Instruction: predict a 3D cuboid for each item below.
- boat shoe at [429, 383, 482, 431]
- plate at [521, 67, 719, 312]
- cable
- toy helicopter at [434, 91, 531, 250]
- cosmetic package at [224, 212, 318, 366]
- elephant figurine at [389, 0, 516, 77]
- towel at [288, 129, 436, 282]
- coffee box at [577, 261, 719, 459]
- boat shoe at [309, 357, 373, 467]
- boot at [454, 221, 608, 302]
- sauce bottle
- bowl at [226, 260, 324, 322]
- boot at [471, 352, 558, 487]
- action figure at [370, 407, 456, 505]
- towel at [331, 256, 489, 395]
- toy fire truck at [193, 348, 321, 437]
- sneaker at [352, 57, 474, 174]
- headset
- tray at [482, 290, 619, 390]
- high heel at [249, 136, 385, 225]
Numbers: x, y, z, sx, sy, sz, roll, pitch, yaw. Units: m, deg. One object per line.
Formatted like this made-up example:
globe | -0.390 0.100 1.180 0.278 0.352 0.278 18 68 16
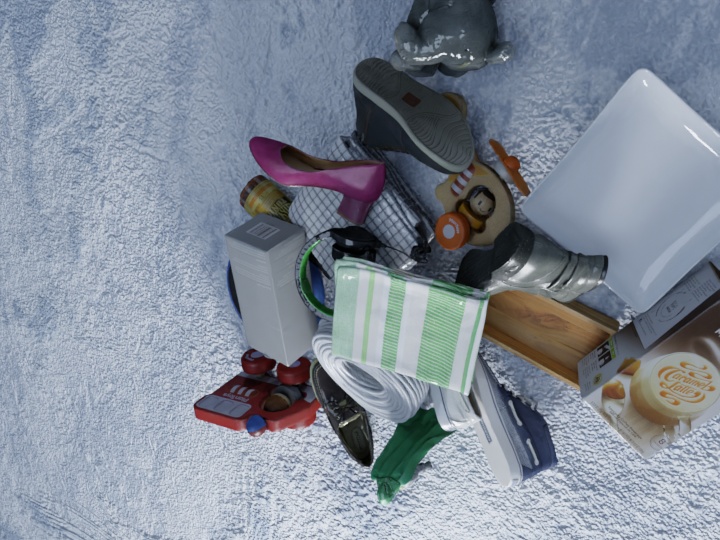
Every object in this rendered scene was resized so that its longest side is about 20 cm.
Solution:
boat shoe | 0.126 0.117 0.847 0.068 0.070 0.207 -19 76 28
plate | 0.317 -0.085 0.681 0.198 0.032 0.201 38 118 -1
cable | 0.013 0.142 0.908 0.196 0.070 0.203 28 150 19
toy helicopter | 0.145 -0.134 0.771 0.130 0.078 0.207 -21 85 42
cosmetic package | -0.132 0.031 0.925 0.105 0.090 0.206 20 130 35
elephant figurine | 0.096 -0.339 0.694 0.149 0.142 0.208 3 96 -1
towel | 0.005 -0.072 0.876 0.202 0.085 0.166 51 124 7
coffee box | 0.366 0.107 0.697 0.114 0.080 0.201 40 119 -3
boat shoe | -0.022 0.237 1.008 0.204 0.072 0.065 63 168 -14
boot | 0.201 0.015 0.739 0.127 0.070 0.200 19 159 -11
sauce bottle | -0.106 -0.068 0.957 0.198 0.066 0.067 40 124 10
bowl | -0.152 0.031 1.038 0.195 0.039 0.208 12 114 27
boot | 0.206 0.198 0.869 0.073 0.087 0.206 123 132 -61
action figure | 0.072 0.273 0.894 0.115 0.199 0.057 -5 108 32
towel | 0.055 0.071 0.759 0.193 0.023 0.157 14 121 15
toy fire truck | -0.170 0.230 1.048 0.194 0.167 0.116 9 114 28
sneaker | 0.067 -0.178 0.781 0.201 0.074 0.107 48 160 21
headset | 0.000 0.000 0.795 0.194 0.094 0.127 -17 98 17
tray | 0.235 0.069 0.815 0.196 0.037 0.101 28 121 19
high heel | -0.057 -0.149 0.795 0.196 0.068 0.098 29 129 3
